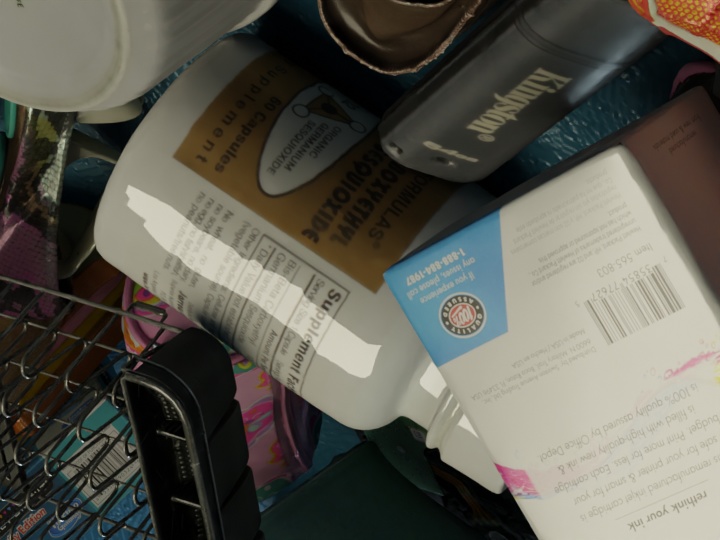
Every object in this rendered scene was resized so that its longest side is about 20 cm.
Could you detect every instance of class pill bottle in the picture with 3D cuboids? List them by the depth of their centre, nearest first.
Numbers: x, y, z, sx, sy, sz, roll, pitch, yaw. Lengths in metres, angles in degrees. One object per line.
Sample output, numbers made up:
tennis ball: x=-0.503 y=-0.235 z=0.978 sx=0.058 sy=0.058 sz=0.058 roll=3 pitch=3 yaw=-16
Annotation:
pill bottle: x=0.000 y=0.000 z=1.080 sx=0.200 sy=0.114 sz=0.114 roll=34 pitch=153 yaw=9

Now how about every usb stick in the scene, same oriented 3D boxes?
usb stick: x=0.064 y=-0.076 z=0.962 sx=0.055 sy=0.033 sz=0.200 roll=9 pitch=161 yaw=-20

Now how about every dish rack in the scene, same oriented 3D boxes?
dish rack: x=-0.132 y=0.070 z=1.133 sx=0.200 sy=0.055 sz=0.154 roll=16 pitch=132 yaw=29

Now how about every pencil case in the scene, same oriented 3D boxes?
pencil case: x=-0.062 y=0.044 z=1.230 sx=0.087 sy=0.087 sz=0.200 roll=32 pitch=160 yaw=14

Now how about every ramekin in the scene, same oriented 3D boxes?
ramekin: x=-0.127 y=-0.151 z=1.015 sx=0.202 sy=0.094 sz=0.202 roll=27 pitch=147 yaw=20

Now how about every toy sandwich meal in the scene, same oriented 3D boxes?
toy sandwich meal: x=-0.197 y=0.052 z=1.315 sx=0.205 sy=0.205 sz=0.070 roll=1 pitch=145 yaw=50

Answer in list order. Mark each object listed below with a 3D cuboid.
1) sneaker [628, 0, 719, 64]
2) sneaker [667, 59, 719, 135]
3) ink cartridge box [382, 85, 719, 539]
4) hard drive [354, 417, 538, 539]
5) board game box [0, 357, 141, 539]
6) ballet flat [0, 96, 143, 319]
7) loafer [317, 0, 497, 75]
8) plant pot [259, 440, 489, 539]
sneaker: x=0.144 y=-0.088 z=0.841 sx=0.200 sy=0.073 sz=0.077 roll=44 pitch=132 yaw=-19
sneaker: x=0.123 y=0.008 z=0.963 sx=0.079 sy=0.095 sz=0.200 roll=30 pitch=150 yaw=21
ink cartridge box: x=0.112 y=0.054 z=0.901 sx=0.115 sy=0.068 sz=0.200 roll=-29 pitch=93 yaw=39
hard drive: x=0.066 y=0.096 z=1.231 sx=0.140 sy=0.038 sz=0.200 roll=15 pitch=145 yaw=38
board game box: x=-0.185 y=0.106 z=1.352 sx=0.047 sy=0.151 sz=0.200 roll=48 pitch=178 yaw=-18
ballet flat: x=-0.138 y=-0.061 z=1.191 sx=0.071 sy=0.069 sz=0.200 roll=6 pitch=124 yaw=-13
loafer: x=0.018 y=-0.123 z=0.918 sx=0.073 sy=0.071 sz=0.200 roll=37 pitch=153 yaw=4
plant pot: x=0.003 y=0.191 z=1.219 sx=0.188 sy=0.200 sz=0.200 roll=54 pitch=153 yaw=2
